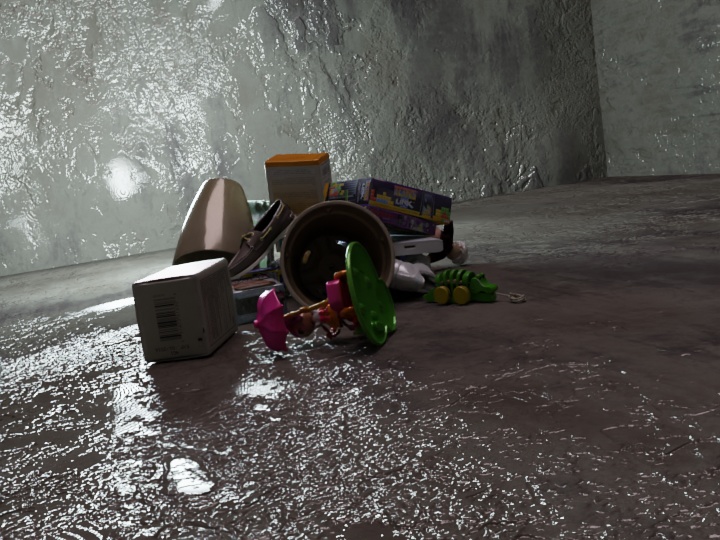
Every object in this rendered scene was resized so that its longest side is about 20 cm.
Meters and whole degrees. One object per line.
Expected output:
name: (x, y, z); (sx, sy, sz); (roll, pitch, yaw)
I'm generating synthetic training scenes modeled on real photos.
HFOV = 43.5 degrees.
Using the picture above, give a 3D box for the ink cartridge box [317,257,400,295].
ink cartridge box: (0.000, 0.000, 1.835); (0.163, 0.076, 0.200); (-6, 8, 4)

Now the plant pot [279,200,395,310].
plant pot: (-0.047, -0.011, 1.626); (0.198, 0.203, 0.183); (-9, -4, -6)

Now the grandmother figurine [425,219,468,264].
grandmother figurine: (0.159, -0.069, 1.940); (0.199, 0.122, 0.061); (28, 7, -33)

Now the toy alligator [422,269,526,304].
toy alligator: (0.188, 0.025, 1.518); (0.198, 0.055, 0.059); (-2, 10, 39)

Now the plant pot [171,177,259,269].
plant pot: (-0.306, -0.091, 1.950); (0.185, 0.202, 0.188); (0, -25, 0)

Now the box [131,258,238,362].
box: (-0.279, 0.061, 1.461); (0.108, 0.129, 0.200); (-8, 7, 6)

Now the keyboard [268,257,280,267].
keyboard: (-0.128, -0.038, 1.932); (0.056, 0.011, 0.200); (-5, 15, 24)

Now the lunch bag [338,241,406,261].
lunch bag: (0.028, -0.058, 2.018); (0.198, 0.134, 0.136); (-10, 7, -19)

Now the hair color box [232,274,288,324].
hair color box: (-0.206, 0.052, 1.716); (0.098, 0.061, 0.200); (-10, 8, -14)

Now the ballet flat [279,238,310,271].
ballet flat: (-0.117, -0.037, 1.814); (0.070, 0.071, 0.200); (-9, 22, -11)

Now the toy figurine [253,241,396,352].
toy figurine: (-0.062, 0.060, 1.328); (0.182, 0.152, 0.200); (-15, -17, 16)

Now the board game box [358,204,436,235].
board game box: (0.037, -0.094, 1.709); (0.119, 0.033, 0.199); (9, -2, 43)

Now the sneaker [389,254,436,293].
sneaker: (0.112, 0.014, 1.692); (0.088, 0.076, 0.200); (16, 12, 17)

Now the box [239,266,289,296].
box: (-0.251, 0.035, 1.879); (0.198, 0.065, 0.070); (-6, 8, 13)

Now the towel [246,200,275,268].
towel: (-0.225, -0.053, 1.984); (0.023, 0.203, 0.152); (-5, 5, -27)

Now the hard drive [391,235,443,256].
hard drive: (0.068, -0.051, 1.763); (0.130, 0.027, 0.200); (-6, 7, -13)

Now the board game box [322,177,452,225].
board game box: (0.051, -0.131, 1.758); (0.198, 0.057, 0.165); (11, -7, -35)

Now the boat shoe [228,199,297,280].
boat shoe: (-0.206, -0.062, 1.816); (0.200, 0.060, 0.072); (-47, 25, -27)

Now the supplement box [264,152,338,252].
supplement box: (-0.123, -0.144, 1.917); (0.125, 0.202, 0.074); (0, 20, 17)
